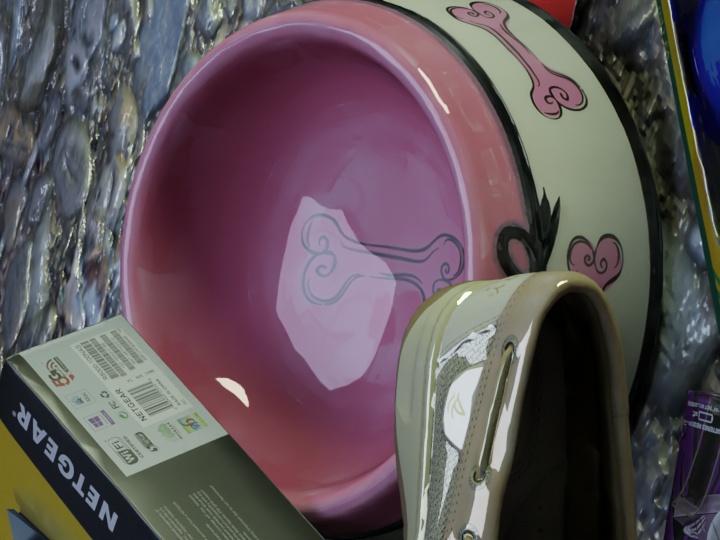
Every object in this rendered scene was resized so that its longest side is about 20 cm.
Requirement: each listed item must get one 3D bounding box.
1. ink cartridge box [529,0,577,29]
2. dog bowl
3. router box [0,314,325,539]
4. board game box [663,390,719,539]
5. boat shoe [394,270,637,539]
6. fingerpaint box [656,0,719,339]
[{"bbox_3d":[0.018,-0.058,0.993,0.162,0.057,0.201,-150,66,-66],"label":"ink cartridge box"},{"bbox_3d":[0.000,0.000,0.888,0.199,0.074,0.202,-2,87,43],"label":"dog bowl"},{"bbox_3d":[-0.057,0.139,0.880,0.200,0.052,0.158,45,136,28],"label":"router box"},{"bbox_3d":[0.134,0.104,0.695,0.200,0.032,0.121,-167,82,-67],"label":"board game box"},{"bbox_3d":[0.050,0.100,0.767,0.065,0.072,0.201,-11,78,58],"label":"boat shoe"},{"bbox_3d":[0.120,-0.065,0.611,0.167,0.073,0.201,137,123,-80],"label":"fingerpaint box"}]
